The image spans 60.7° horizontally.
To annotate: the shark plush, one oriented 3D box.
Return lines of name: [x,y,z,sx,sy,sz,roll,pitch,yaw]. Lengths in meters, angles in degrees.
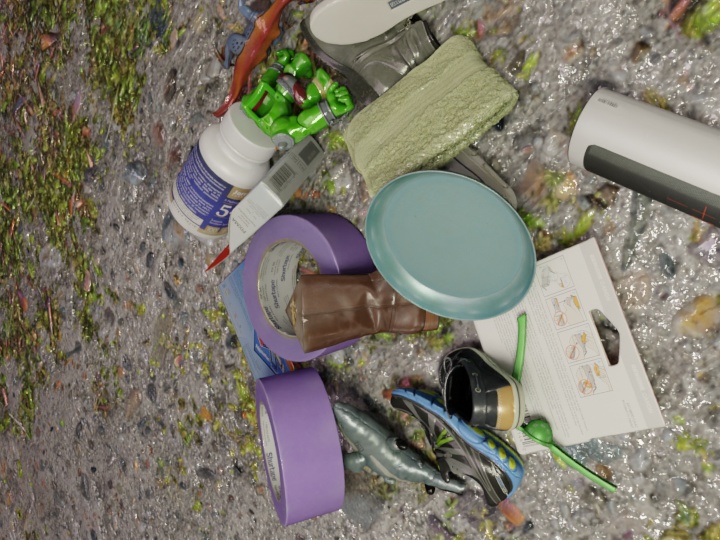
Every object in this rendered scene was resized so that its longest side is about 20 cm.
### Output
shark plush: [0.042,0.250,0.819,0.198,0.090,0.085,37,145,24]

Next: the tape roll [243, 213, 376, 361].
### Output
tape roll: [-0.075,0.021,0.889,0.196,0.084,0.207,6,99,37]

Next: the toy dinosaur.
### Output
toy dinosaur: [-0.131,-0.329,0.877,0.179,0.103,0.207,2,90,55]

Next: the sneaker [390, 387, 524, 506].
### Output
sneaker: [0.109,0.217,0.775,0.198,0.070,0.084,35,100,27]

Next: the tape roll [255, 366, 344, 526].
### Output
tape roll: [-0.091,0.248,0.879,0.199,0.083,0.207,170,90,-71]

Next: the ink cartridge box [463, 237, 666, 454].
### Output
ink cartridge box: [0.224,0.087,0.688,0.174,0.044,0.206,-25,80,39]

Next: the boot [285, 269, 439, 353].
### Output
boot: [0.000,0.000,0.769,0.064,0.194,0.193,-159,64,-79]

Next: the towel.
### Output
towel: [0.073,-0.178,0.717,0.198,0.036,0.150,-35,51,10]

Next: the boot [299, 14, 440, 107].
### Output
boot: [0.014,-0.309,0.812,0.131,0.067,0.201,-48,66,19]

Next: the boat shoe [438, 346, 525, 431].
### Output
boat shoe: [0.122,0.134,0.710,0.200,0.060,0.077,-159,68,-79]

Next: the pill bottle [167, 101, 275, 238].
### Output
pill bottle: [-0.209,-0.156,0.958,0.200,0.118,0.122,-45,69,37]

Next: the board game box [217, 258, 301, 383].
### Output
board game box: [-0.172,0.091,1.027,0.102,0.019,0.204,-35,73,38]

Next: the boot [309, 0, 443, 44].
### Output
boot: [0.027,-0.353,0.753,0.194,0.073,0.093,-15,62,15]

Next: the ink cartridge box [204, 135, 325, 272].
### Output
ink cartridge box: [-0.152,-0.099,0.900,0.198,0.161,0.047,-33,109,36]

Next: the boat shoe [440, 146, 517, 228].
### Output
boat shoe: [0.115,-0.121,0.738,0.201,0.068,0.073,52,143,46]

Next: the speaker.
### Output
speaker: [0.303,-0.102,0.581,0.198,0.080,0.083,34,115,30]

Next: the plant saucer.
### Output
plant saucer: [0.098,-0.028,0.680,0.195,0.028,0.204,17,135,18]

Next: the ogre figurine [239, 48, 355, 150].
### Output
ogre figurine: [-0.099,-0.237,0.854,0.119,0.098,0.201,-40,68,-3]

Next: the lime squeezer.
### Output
lime squeezer: [0.199,0.156,0.676,0.069,0.038,0.204,-27,75,8]
